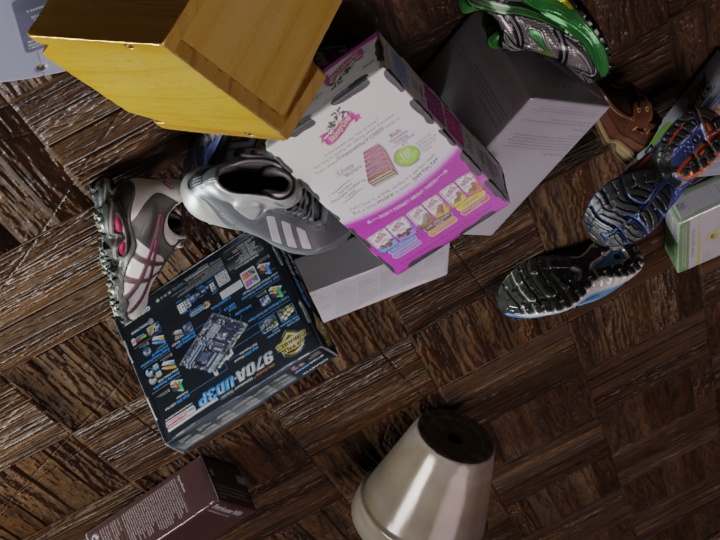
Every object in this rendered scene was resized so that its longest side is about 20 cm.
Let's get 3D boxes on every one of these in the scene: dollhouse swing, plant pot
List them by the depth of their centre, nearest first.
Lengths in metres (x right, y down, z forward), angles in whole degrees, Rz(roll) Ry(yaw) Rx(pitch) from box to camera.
[{"bbox_3d":[-0.122,-0.221,1.332,0.180,0.177,0.200,8,168,28],"label":"dollhouse swing"},{"bbox_3d":[0.105,0.297,2.369,0.199,0.200,0.175,-5,130,-36],"label":"plant pot"}]

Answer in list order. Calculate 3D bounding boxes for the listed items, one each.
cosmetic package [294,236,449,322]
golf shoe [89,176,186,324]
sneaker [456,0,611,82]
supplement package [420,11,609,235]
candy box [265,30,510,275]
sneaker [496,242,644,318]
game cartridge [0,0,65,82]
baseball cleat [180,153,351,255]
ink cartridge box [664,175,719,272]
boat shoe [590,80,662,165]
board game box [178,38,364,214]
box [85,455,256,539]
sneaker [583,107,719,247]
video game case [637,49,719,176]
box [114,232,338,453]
[{"bbox_3d":[0.000,0.000,1.881,0.198,0.051,0.083,-21,154,-12],"label":"cosmetic package"},{"bbox_3d":[-0.208,-0.016,1.631,0.087,0.078,0.201,-13,150,-13],"label":"golf shoe"},{"bbox_3d":[0.159,-0.232,1.564,0.085,0.078,0.199,-41,129,18],"label":"sneaker"},{"bbox_3d":[0.121,-0.142,1.664,0.121,0.120,0.200,1,142,-44],"label":"supplement package"},{"bbox_3d":[0.025,-0.103,1.543,0.136,0.061,0.200,-32,127,20],"label":"candy box"},{"bbox_3d":[0.261,0.025,2.130,0.198,0.079,0.090,-16,154,-20],"label":"sneaker"},{"bbox_3d":[-0.209,-0.218,1.333,0.198,0.042,0.133,-21,157,-12],"label":"game cartridge"},{"bbox_3d":[-0.068,-0.060,1.581,0.199,0.070,0.106,7,166,-38],"label":"baseball cleat"},{"bbox_3d":[0.486,-0.084,2.172,0.199,0.048,0.146,-23,152,-2],"label":"ink cartridge box"},{"bbox_3d":[0.272,-0.173,1.807,0.067,0.072,0.200,-39,157,12],"label":"boat shoe"},{"bbox_3d":[-0.083,-0.134,1.592,0.134,0.035,0.200,-9,148,-31],"label":"board game box"},{"bbox_3d":[-0.246,0.329,2.214,0.199,0.075,0.100,-36,151,14],"label":"box"},{"bbox_3d":[0.330,-0.099,1.875,0.200,0.076,0.078,-42,174,20],"label":"sneaker"},{"bbox_3d":[0.443,-0.182,1.962,0.199,0.046,0.182,-7,148,-34],"label":"video game case"},{"bbox_3d":[-0.142,0.069,1.756,0.199,0.160,0.046,-33,154,11],"label":"box"}]
